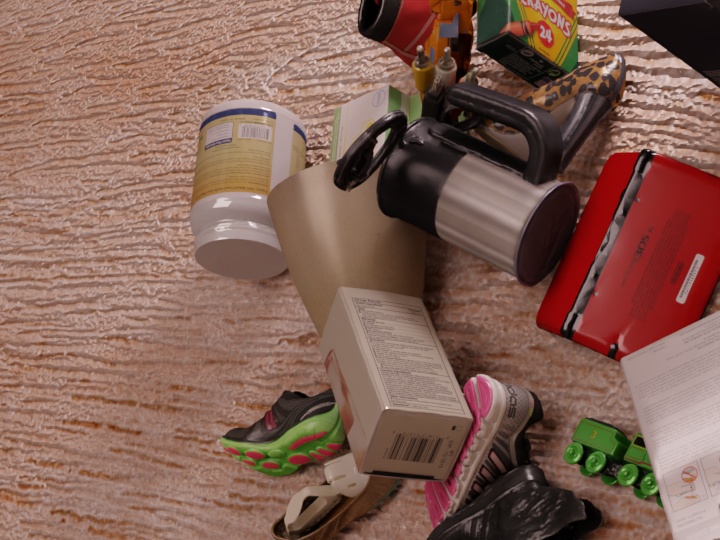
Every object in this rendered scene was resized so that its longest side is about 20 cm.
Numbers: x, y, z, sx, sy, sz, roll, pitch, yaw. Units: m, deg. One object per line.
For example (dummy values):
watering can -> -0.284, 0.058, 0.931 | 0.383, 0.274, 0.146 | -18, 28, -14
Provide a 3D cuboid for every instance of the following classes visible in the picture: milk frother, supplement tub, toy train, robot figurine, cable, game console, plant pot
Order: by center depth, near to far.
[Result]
toy train -> 0.268, 0.183, 1.329 | 0.199, 0.042, 0.057 | 16, 73, 51
game console -> 0.277, -0.008, 1.434 | 0.172, 0.119, 0.201 | 24, 90, 20
milk frother -> 0.096, -0.080, 1.474 | 0.187, 0.200, 0.181 | 28, 134, 30
cable -> 0.092, -0.168, 1.618 | 0.050, 0.097, 0.200 | -60, -10, -29
robot figurine -> 0.099, -0.263, 1.638 | 0.201, 0.058, 0.146 | 92, -178, -48
plant pot -> 0.000, 0.000, 1.643 | 0.187, 0.187, 0.201 | -25, 68, 39
supplement tub -> -0.146, -0.103, 1.866 | 0.144, 0.144, 0.201 | -20, 56, 41

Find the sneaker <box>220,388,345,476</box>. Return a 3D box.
sneaker -> -0.086, 0.190, 1.716 | 0.199, 0.077, 0.084 | -18, 41, 39

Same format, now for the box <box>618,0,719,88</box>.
box -> 0.356, -0.298, 1.363 | 0.104, 0.182, 0.201 | 1, 71, 49

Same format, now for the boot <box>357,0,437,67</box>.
boot -> 0.074, -0.356, 1.747 | 0.072, 0.144, 0.201 | 18, 83, 53

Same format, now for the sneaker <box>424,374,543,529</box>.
sneaker -> 0.127, 0.190, 1.461 | 0.074, 0.087, 0.201 | -112, 35, -50

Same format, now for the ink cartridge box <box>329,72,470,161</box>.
ink cartridge box -> 0.043, -0.157, 1.758 | 0.199, 0.048, 0.147 | -20, 56, 45

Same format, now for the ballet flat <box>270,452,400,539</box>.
ballet flat -> -0.029, 0.248, 1.606 | 0.200, 0.072, 0.068 | -43, 44, 26

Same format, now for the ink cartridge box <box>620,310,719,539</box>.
ink cartridge box -> 0.327, 0.134, 1.261 | 0.160, 0.050, 0.201 | -28, 53, 23

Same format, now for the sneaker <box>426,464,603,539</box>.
sneaker -> 0.143, 0.267, 1.410 | 0.200, 0.060, 0.104 | -45, 38, 19

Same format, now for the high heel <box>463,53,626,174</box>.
high heel -> 0.203, -0.190, 1.587 | 0.143, 0.071, 0.200 | -54, 36, -3

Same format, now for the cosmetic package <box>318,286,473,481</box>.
cosmetic package -> 0.032, 0.114, 1.471 | 0.200, 0.103, 0.088 | -109, 33, -52

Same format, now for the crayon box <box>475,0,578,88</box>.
crayon box -> 0.186, -0.314, 1.610 | 0.051, 0.127, 0.201 | -21, 57, 40
